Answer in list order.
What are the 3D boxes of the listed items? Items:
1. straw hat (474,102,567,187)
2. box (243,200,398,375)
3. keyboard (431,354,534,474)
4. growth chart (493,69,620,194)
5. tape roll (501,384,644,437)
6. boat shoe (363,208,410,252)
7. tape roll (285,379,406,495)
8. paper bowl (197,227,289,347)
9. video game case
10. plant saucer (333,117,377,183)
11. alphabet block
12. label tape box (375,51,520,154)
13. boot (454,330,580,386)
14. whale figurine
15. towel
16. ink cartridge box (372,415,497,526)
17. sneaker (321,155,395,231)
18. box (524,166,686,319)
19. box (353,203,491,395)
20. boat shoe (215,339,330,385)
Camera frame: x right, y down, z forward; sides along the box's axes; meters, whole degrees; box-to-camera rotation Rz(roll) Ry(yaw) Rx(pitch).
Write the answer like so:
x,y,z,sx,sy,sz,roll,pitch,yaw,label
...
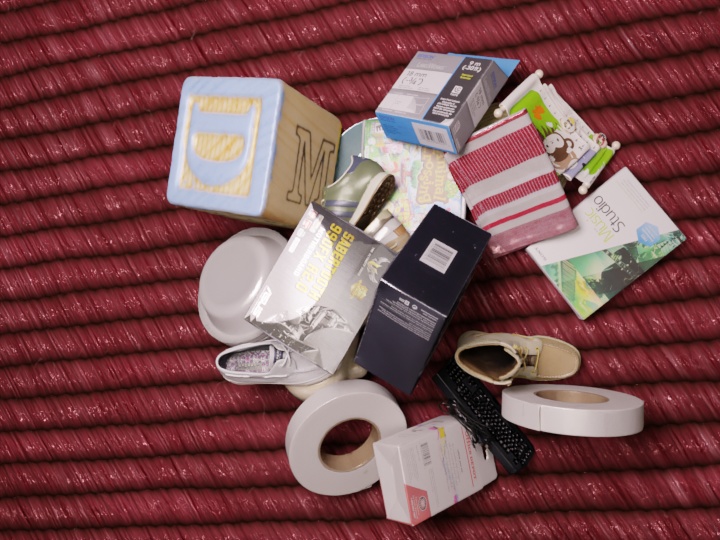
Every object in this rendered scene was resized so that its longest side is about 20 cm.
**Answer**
x,y,z,sx,sy,sz,roll,pitch,yaw,label
0.240,-0.186,0.955,0.196,0.085,0.207,0,88,12,straw hat
-0.055,0.026,0.890,0.156,0.048,0.203,31,85,4,box
0.198,0.229,0.949,0.201,0.104,0.040,49,139,8,keyboard
0.302,-0.211,0.923,0.199,0.018,0.146,41,66,-7,growth chart
0.306,0.200,0.875,0.198,0.203,0.038,1,90,11,tape roll
0.000,0.000,0.958,0.068,0.075,0.201,43,108,6,boat shoe
-0.021,0.270,0.963,0.198,0.037,0.207,-8,118,-16,tape roll
-0.185,0.025,0.993,0.196,0.104,0.205,-12,62,23,paper bowl
0.085,-0.142,0.979,0.177,0.022,0.205,3,89,12,video game case
0.035,-0.154,1.021,0.196,0.039,0.206,0,88,12,plant saucer
-0.164,-0.180,0.963,0.191,0.199,0.201,11,91,26,alphabet block
0.135,-0.286,0.928,0.142,0.064,0.202,21,69,37,label tape box
0.242,0.136,0.912,0.195,0.155,0.074,8,90,12,boot
-0.049,0.130,1.015,0.157,0.104,0.201,32,72,18,whale figurine
0.228,-0.125,0.915,0.142,0.023,0.202,-21,112,27,towel
0.122,0.302,0.947,0.067,0.197,0.119,-15,85,52,ink cartridge box
-0.033,-0.095,0.968,0.090,0.067,0.201,42,102,23,sneaker
0.382,-0.042,0.948,0.199,0.036,0.145,-40,81,10,box
0.092,0.041,0.890,0.103,0.201,0.184,28,136,11,box
-0.127,0.136,0.928,0.195,0.069,0.074,-1,71,9,boat shoe
